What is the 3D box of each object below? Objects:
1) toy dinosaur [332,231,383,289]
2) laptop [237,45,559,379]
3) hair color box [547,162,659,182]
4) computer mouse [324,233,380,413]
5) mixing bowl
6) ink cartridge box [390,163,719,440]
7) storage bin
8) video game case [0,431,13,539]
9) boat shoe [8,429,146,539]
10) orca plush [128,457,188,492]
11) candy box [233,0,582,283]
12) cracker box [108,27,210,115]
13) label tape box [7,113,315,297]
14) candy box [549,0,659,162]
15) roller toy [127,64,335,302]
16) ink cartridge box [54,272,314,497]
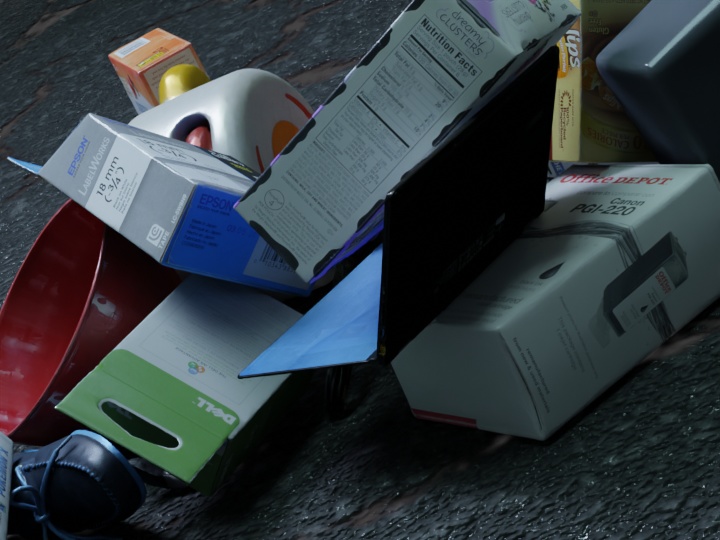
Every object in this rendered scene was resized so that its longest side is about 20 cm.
[{"bbox_3d":[0.040,-0.015,1.507,0.199,0.103,0.077,-19,19,19],"label":"toy dinosaur"},{"bbox_3d":[0.022,-0.033,1.306,0.116,0.201,0.187,25,45,24],"label":"laptop"},{"bbox_3d":[0.169,-0.111,1.577,0.199,0.111,0.064,-14,23,34],"label":"hair color box"},{"bbox_3d":[0.000,0.000,1.450,0.034,0.201,0.059,8,-8,-3],"label":"computer mouse"},{"bbox_3d":[-0.194,0.053,1.566,0.200,0.108,0.201,-47,29,37],"label":"mixing bowl"},{"bbox_3d":[0.129,0.014,1.339,0.200,0.085,0.145,-34,20,-27],"label":"ink cartridge box"},{"bbox_3d":[0.258,-0.112,1.358,0.134,0.200,0.145,-41,21,-9],"label":"storage bin"},{"bbox_3d":[-0.301,0.210,1.375,0.200,0.022,0.182,-46,17,7],"label":"video game case"},{"bbox_3d":[-0.208,0.162,1.426,0.069,0.084,0.200,-39,6,-30],"label":"boat shoe"},{"bbox_3d":[-0.116,0.079,1.509,0.105,0.071,0.200,-12,24,38],"label":"orca plush"},{"bbox_3d":[0.033,-0.102,1.314,0.200,0.072,0.168,-47,-4,23],"label":"candy box"},{"bbox_3d":[-0.141,-0.107,1.837,0.058,0.201,0.134,-31,19,-10],"label":"cracker box"},{"bbox_3d":[-0.134,-0.057,1.481,0.200,0.144,0.064,32,102,42],"label":"label tape box"},{"bbox_3d":[0.217,-0.133,1.438,0.199,0.116,0.055,-3,6,-29],"label":"candy box"},{"bbox_3d":[-0.107,-0.058,1.676,0.139,0.200,0.183,-21,23,25],"label":"roller toy"},{"bbox_3d":[-0.114,0.083,1.396,0.200,0.104,0.059,-48,-16,-51],"label":"ink cartridge box"}]
